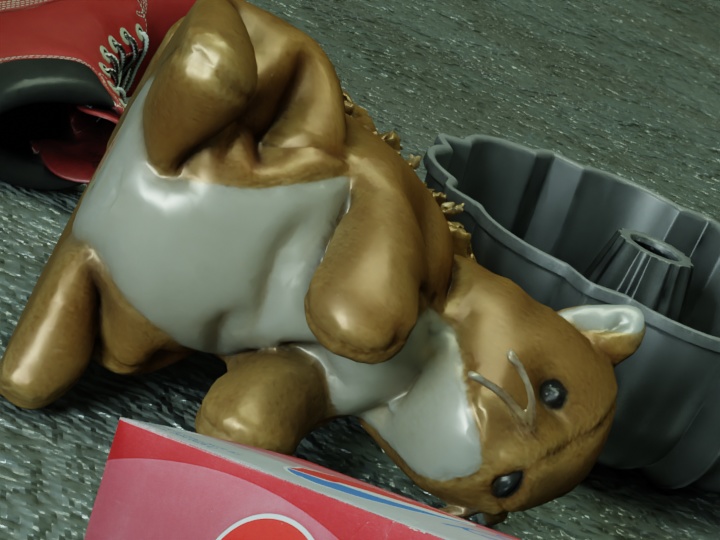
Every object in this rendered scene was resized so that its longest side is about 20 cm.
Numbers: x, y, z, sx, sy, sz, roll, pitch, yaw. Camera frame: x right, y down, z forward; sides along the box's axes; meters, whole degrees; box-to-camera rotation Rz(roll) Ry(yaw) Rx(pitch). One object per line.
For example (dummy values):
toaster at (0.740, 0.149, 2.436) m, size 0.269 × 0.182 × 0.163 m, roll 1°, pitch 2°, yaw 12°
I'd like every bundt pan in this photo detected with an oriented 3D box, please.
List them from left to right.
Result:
bundt pan at (0.104, 0.023, 1.018) m, size 0.201 × 0.076 × 0.202 m, roll 22°, pitch 16°, yaw -6°

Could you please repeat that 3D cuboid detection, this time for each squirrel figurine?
squirrel figurine at (0.000, 0.000, 0.848) m, size 0.186 × 0.142 × 0.200 m, roll 28°, pitch 18°, yaw -8°

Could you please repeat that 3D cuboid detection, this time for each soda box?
soda box at (0.020, 0.091, 0.597) m, size 0.199 × 0.064 × 0.070 m, roll 15°, pitch -2°, yaw 42°

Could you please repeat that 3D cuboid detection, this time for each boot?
boot at (-0.105, -0.077, 1.061) m, size 0.199 × 0.073 × 0.144 m, roll -5°, pitch 32°, yaw -45°
